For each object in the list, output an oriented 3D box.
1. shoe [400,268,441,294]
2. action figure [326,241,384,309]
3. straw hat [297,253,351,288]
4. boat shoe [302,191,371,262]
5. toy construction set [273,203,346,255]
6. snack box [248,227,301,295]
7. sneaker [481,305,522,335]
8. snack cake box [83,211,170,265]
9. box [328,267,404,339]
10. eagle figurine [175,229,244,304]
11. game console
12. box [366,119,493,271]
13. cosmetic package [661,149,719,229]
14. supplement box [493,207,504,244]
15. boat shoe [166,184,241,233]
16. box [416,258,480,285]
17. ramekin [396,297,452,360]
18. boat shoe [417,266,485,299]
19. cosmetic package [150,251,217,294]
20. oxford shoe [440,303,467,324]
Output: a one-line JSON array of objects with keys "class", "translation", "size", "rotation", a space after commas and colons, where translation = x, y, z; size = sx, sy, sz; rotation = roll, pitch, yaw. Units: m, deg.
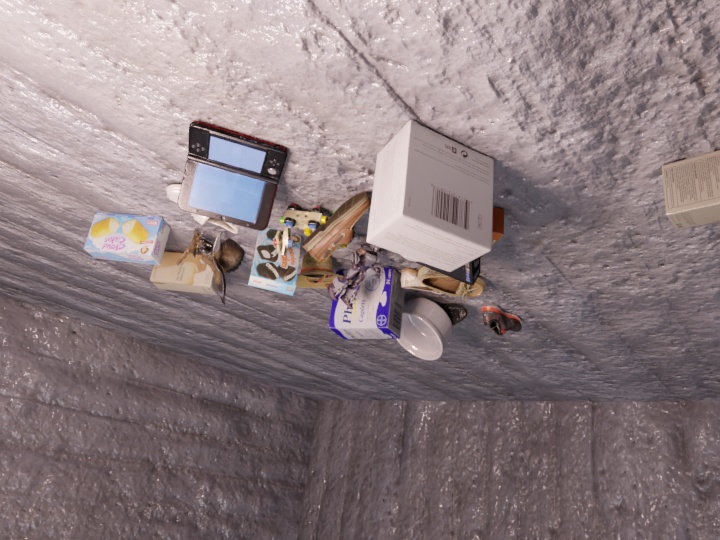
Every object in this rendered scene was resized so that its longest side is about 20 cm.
[{"class": "shoe", "translation": [0.207, 0.044, 1.585], "size": [0.197, 0.054, 0.070], "rotation": [14, 157, -13]}, {"class": "action figure", "translation": [0.000, 0.000, 1.441], "size": [0.129, 0.070, 0.201], "rotation": [22, 111, -39]}, {"class": "straw hat", "translation": [-0.122, -0.008, 1.539], "size": [0.197, 0.087, 0.201], "rotation": [-1, 167, 0]}, {"class": "boat shoe", "translation": [-0.042, -0.097, 1.235], "size": [0.199, 0.072, 0.068], "rotation": [-37, 110, 24]}, {"class": "toy construction set", "translation": [-0.124, -0.099, 1.331], "size": [0.196, 0.094, 0.131], "rotation": [-7, 156, 7]}, {"class": "snack box", "translation": [-0.215, -0.029, 1.382], "size": [0.114, 0.202, 0.037], "rotation": [14, 130, -14]}, {"class": "sneaker", "translation": [0.459, 0.180, 1.780], "size": [0.198, 0.083, 0.076], "rotation": [25, 152, -34]}, {"class": "snack cake box", "translation": [-0.640, -0.088, 1.493], "size": [0.196, 0.117, 0.067], "rotation": [5, 158, 7]}, {"class": "box", "translation": [0.021, 0.100, 1.612], "size": [0.197, 0.187, 0.105], "rotation": [-5, 156, 28]}, {"class": "eagle figurine", "translation": [-0.408, -0.024, 1.539], "size": [0.200, 0.152, 0.151], "rotation": [47, 175, -34]}, {"class": "game console", "translation": [-0.266, -0.189, 1.117], "size": [0.197, 0.121, 0.172], "rotation": [14, 157, -14]}, {"class": "box", "translation": [0.131, -0.131, 1.005], "size": [0.196, 0.203, 0.130], "rotation": [18, 154, -24]}, {"class": "cosmetic package", "translation": [0.629, -0.148, 0.916], "size": [0.198, 0.107, 0.071], "rotation": [-11, 153, 42]}, {"class": "supplement box", "translation": [0.265, -0.075, 1.265], "size": [0.067, 0.068, 0.200], "rotation": [10, 158, -9]}, {"class": "boat shoe", "translation": [-0.378, -0.146, 1.320], "size": [0.197, 0.071, 0.071], "rotation": [21, 156, -25]}, {"class": "box", "translation": [0.191, -0.063, 1.230], "size": [0.158, 0.044, 0.201], "rotation": [24, 154, 26]}, {"class": "ramekin", "translation": [0.204, 0.185, 1.766], "size": [0.199, 0.098, 0.202], "rotation": [29, 143, 24]}, {"class": "boat shoe", "translation": [0.255, 0.041, 1.513], "size": [0.196, 0.063, 0.074], "rotation": [11, 115, -3]}, {"class": "cosmetic package", "translation": [-0.535, 0.007, 1.681], "size": [0.196, 0.107, 0.071], "rotation": [4, 156, 7]}, {"class": "oxford shoe", "translation": [0.297, 0.152, 1.808], "size": [0.083, 0.074, 0.199], "rotation": [3, 166, -29]}]
